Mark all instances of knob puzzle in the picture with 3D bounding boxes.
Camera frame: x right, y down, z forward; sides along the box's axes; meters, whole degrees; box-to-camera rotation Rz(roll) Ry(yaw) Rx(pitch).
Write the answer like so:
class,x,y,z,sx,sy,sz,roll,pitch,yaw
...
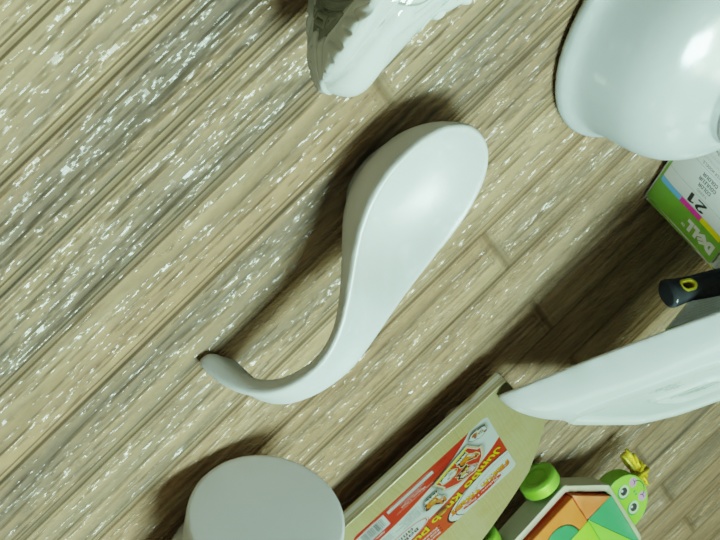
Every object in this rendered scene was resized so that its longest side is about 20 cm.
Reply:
class,x,y,z,sx,sy,sz,roll,pitch,yaw
knob puzzle,0.051,0.161,1.377,0.219,0.030,0.220,-33,149,-22

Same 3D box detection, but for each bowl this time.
class,x,y,z,sx,sy,sz,roll,pitch,yaw
bowl,0.217,-0.135,1.134,0.201,0.090,0.202,-32,149,-22

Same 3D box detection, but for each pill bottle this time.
class,x,y,z,sx,sy,sz,roll,pitch,yaw
pill bottle,-0.070,0.213,1.197,0.113,0.113,0.201,-25,147,-31

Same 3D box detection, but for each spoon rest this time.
class,x,y,z,sx,sy,sz,roll,pitch,yaw
spoon rest,0.000,0.000,1.061,0.200,0.061,0.099,-48,152,9

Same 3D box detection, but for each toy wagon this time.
class,x,y,z,sx,sy,sz,roll,pitch,yaw
toy wagon,0.166,0.222,1.521,0.200,0.040,0.155,-44,121,-17

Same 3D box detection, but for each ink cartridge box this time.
class,x,y,z,sx,sy,sz,roll,pitch,yaw
ink cartridge box,0.262,-0.038,1.342,0.147,0.076,0.200,-15,146,-43

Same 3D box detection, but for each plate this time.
class,x,y,z,sx,sy,sz,roll,pitch,yaw
plate,0.224,0.069,1.317,0.199,0.032,0.200,-23,164,31

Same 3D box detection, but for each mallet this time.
class,x,y,z,sx,sy,sz,roll,pitch,yaw
mallet,0.270,-0.009,1.277,0.199,0.066,0.041,-3,148,-31

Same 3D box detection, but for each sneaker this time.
class,x,y,z,sx,sy,sz,roll,pitch,yaw
sneaker,0.053,-0.152,0.873,0.099,0.078,0.200,26,112,-30
